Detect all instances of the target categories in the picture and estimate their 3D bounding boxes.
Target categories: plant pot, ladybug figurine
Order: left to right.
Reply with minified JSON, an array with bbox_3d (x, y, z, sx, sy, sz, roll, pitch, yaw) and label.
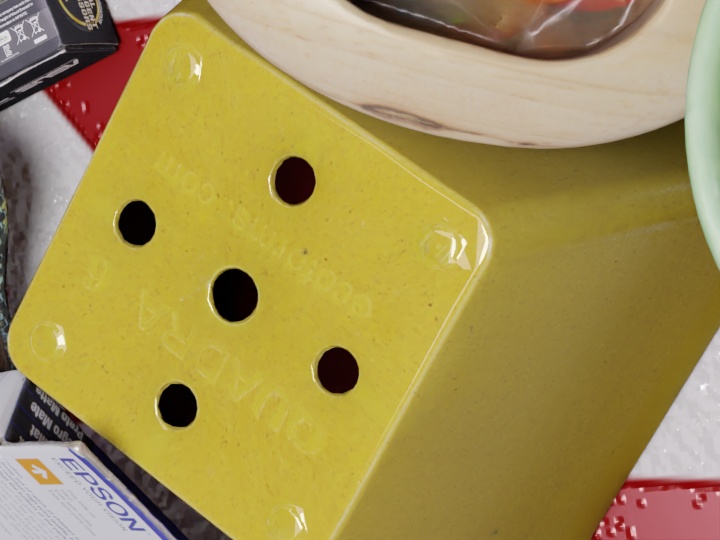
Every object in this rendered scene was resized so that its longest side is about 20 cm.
[{"bbox_3d":[0.000,0.000,0.751,0.200,0.176,0.200,35,108,20],"label":"plant pot"},{"bbox_3d":[0.032,-0.109,0.659,0.199,0.072,0.136,17,96,-4],"label":"ladybug figurine"}]

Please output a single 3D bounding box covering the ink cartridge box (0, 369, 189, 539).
[{"bbox_3d":[-0.096,0.117,0.798,0.200,0.041,0.200,-9,131,43],"label":"ink cartridge box"}]

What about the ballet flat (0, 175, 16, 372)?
[{"bbox_3d":[-0.177,0.023,0.903,0.074,0.074,0.201,25,122,23],"label":"ballet flat"}]

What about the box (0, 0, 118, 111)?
[{"bbox_3d":[-0.215,-0.126,0.920,0.200,0.049,0.162,-24,86,27],"label":"box"}]

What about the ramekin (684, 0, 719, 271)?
[{"bbox_3d":[0.191,-0.030,0.584,0.199,0.098,0.201,-4,73,13],"label":"ramekin"}]
